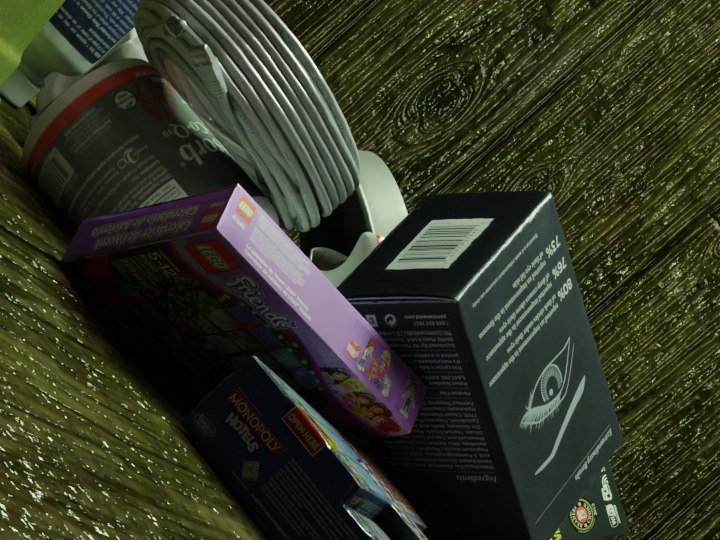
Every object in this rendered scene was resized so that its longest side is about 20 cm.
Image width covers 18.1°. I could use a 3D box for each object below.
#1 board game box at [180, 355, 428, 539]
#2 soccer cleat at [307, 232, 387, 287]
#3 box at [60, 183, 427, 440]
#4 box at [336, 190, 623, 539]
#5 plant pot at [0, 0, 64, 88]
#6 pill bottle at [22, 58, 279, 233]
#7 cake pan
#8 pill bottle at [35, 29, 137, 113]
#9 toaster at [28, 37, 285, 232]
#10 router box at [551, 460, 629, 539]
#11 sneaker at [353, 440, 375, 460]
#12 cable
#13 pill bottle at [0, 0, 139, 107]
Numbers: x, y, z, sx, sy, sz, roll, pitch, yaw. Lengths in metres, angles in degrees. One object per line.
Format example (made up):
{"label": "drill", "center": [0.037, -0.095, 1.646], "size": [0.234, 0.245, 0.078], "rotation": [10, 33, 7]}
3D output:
{"label": "board game box", "center": [0.003, 0.161, 1.351], "size": [0.200, 0.062, 0.200], "rotation": [49, 2, 20]}
{"label": "soccer cleat", "center": [-0.036, 0.030, 1.588], "size": [0.068, 0.086, 0.200], "rotation": [10, -19, -33]}
{"label": "box", "center": [-0.070, 0.034, 1.387], "size": [0.136, 0.039, 0.200], "rotation": [-11, -47, 40]}
{"label": "box", "center": [0.077, 0.068, 1.482], "size": [0.104, 0.148, 0.201], "rotation": [-1, -62, 34]}
{"label": "plant pot", "center": [-0.266, -0.252, 1.645], "size": [0.201, 0.184, 0.200], "rotation": [49, 1, -1]}
{"label": "pill bottle", "center": [-0.127, -0.036, 1.528], "size": [0.200, 0.116, 0.116], "rotation": [49, 2, 14]}
{"label": "cake pan", "center": [0.000, 0.000, 1.662], "size": [0.200, 0.037, 0.201], "rotation": [171, -90, -73]}
{"label": "pill bottle", "center": [-0.173, -0.105, 1.934], "size": [0.200, 0.114, 0.114], "rotation": [48, 2, -31]}
{"label": "toaster", "center": [-0.145, -0.068, 1.739], "size": [0.181, 0.119, 0.200], "rotation": [50, 2, 4]}
{"label": "router box", "center": [0.127, 0.145, 1.876], "size": [0.062, 0.149, 0.201], "rotation": [-22, -97, 52]}
{"label": "sneaker", "center": [0.003, 0.121, 1.513], "size": [0.200, 0.075, 0.090], "rotation": [67, 8, -45]}
{"label": "cable", "center": [-0.079, -0.120, 1.556], "size": [0.200, 0.069, 0.200], "rotation": [57, -11, -27]}
{"label": "pill bottle", "center": [-0.226, -0.226, 1.806], "size": [0.111, 0.200, 0.111], "rotation": [48, 1, -1]}
